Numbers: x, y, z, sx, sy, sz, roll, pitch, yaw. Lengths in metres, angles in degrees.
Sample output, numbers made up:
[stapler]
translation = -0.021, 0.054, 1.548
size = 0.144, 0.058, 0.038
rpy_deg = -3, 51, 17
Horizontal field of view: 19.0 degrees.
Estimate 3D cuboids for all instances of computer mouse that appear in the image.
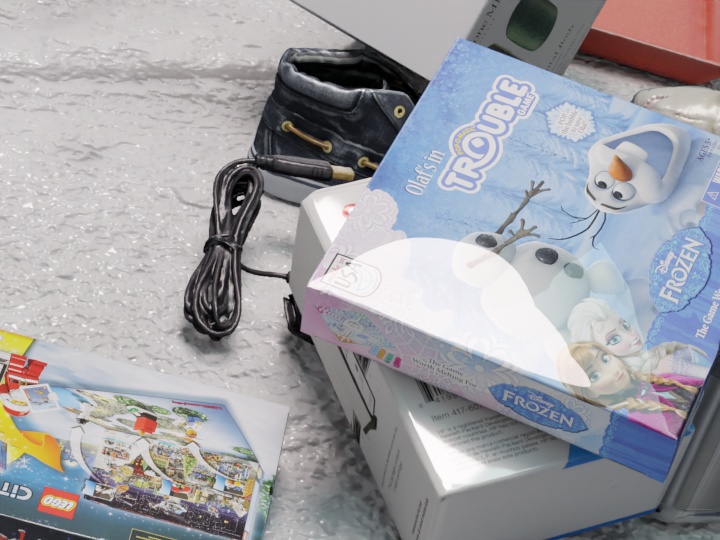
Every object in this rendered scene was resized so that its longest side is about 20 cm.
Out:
[computer mouse]
translation = 0.000, 0.000, 1.251
size = 0.199, 0.046, 0.141
rpy_deg = 6, 52, -4

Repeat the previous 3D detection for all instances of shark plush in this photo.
[shark plush]
translation = 0.295, -0.108, 1.524
size = 0.200, 0.091, 0.083
rpy_deg = -5, 10, -22

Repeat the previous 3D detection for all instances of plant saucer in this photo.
[plant saucer]
translation = 0.188, -0.214, 1.644
size = 0.199, 0.037, 0.200
rpy_deg = 16, 34, -2

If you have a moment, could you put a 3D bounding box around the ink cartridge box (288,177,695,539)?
[ink cartridge box]
translation = 0.064, 0.043, 1.146
size = 0.146, 0.084, 0.200
rpy_deg = -13, 55, -18

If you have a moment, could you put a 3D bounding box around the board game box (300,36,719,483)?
[board game box]
translation = 0.100, -0.012, 1.112
size = 0.199, 0.043, 0.200
rpy_deg = 21, 52, 12

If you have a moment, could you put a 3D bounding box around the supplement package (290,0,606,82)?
[supplement package]
translation = 0.060, -0.202, 1.405
size = 0.151, 0.152, 0.200
rpy_deg = 33, 7, 21

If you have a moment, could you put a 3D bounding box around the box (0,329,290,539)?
[box]
translation = -0.143, 0.097, 1.075
size = 0.200, 0.038, 0.137
rpy_deg = 15, 35, -3

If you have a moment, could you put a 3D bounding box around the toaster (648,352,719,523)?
[toaster]
translation = 0.191, 0.051, 1.202
size = 0.113, 0.129, 0.200
rpy_deg = -2, 39, -25

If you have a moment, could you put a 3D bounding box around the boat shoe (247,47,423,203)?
[boat shoe]
translation = 0.034, -0.077, 1.342
size = 0.200, 0.091, 0.071
rpy_deg = 11, 36, -10
